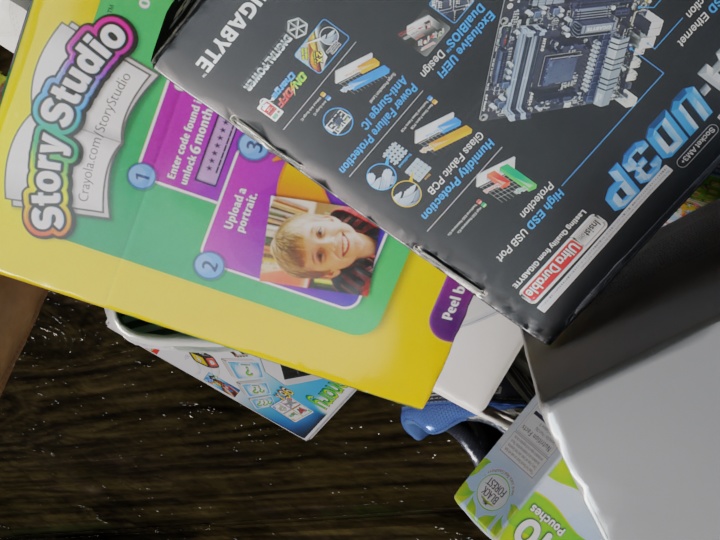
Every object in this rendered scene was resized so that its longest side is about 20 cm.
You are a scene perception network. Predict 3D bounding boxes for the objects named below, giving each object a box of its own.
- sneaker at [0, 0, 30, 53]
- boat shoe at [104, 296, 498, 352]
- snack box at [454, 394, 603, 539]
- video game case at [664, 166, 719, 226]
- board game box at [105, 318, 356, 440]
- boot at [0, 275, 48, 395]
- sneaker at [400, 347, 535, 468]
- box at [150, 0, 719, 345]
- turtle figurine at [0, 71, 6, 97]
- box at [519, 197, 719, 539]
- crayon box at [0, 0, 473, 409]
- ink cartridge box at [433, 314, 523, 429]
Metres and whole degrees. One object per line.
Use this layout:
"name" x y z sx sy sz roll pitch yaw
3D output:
"sneaker" -0.103 -0.103 0.837 0.200 0.076 0.081 34 166 -2
"boat shoe" 0.000 0.000 0.857 0.067 0.200 0.074 -94 -12 -79
"snack box" 0.155 0.099 0.917 0.200 0.142 0.053 39 -179 -25
"video game case" 0.147 -0.038 0.858 0.143 0.018 0.200 17 152 19
"board game box" -0.047 0.014 1.110 0.126 0.035 0.200 30 154 -5
"boot" -0.157 0.002 1.002 0.066 0.200 0.175 27 155 -5
"sneaker" 0.098 0.094 1.066 0.200 0.085 0.077 34 153 -15
"box" 0.057 -0.095 0.680 0.159 0.046 0.200 34 114 -14
"turtle figurine" -0.166 -0.071 0.904 0.161 0.064 0.200 25 162 4
"box" 0.123 0.057 0.751 0.124 0.097 0.200 62 -174 -7
"crayon box" -0.024 -0.072 0.756 0.172 0.058 0.200 19 115 -7
"ink cartridge box" 0.009 -0.001 0.954 0.200 0.068 0.116 30 180 -7
